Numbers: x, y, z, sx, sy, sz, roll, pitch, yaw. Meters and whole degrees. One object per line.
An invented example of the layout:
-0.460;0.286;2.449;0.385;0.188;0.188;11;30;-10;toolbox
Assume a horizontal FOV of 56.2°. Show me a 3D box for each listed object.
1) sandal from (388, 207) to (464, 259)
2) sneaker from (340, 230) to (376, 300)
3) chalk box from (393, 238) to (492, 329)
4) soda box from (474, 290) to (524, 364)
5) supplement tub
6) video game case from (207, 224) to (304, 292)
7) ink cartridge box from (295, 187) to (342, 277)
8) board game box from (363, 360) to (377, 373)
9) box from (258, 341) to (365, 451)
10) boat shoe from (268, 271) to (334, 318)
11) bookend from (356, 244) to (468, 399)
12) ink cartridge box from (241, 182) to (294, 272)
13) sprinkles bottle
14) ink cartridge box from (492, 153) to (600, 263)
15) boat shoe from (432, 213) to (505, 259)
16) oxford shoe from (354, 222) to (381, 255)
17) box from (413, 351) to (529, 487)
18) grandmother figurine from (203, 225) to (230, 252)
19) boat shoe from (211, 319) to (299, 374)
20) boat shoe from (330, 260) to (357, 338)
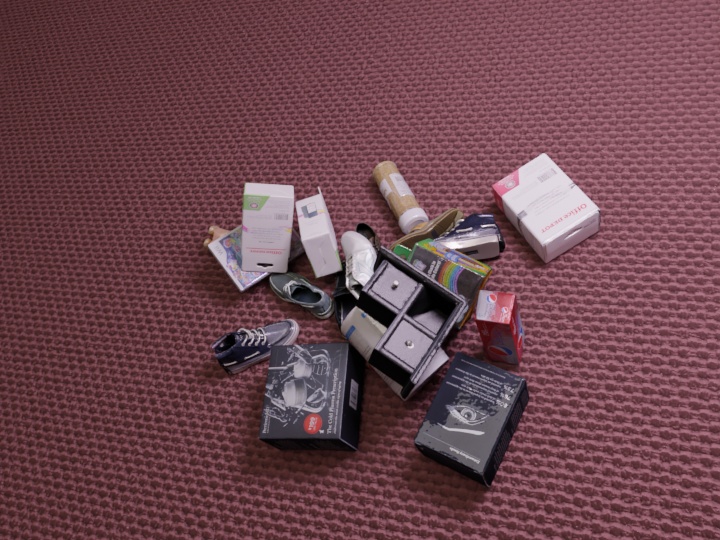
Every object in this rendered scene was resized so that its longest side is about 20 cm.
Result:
0.147;-0.081;1.545;0.199;0.081;0.054;-34;38;-7;sandal
0.000;0.000;1.488;0.080;0.070;0.201;-12;66;-37;sneaker
0.153;0.014;1.402;0.199;0.124;0.126;28;105;15;chalk box
0.272;0.113;1.304;0.069;0.200;0.064;7;64;23;soda box
0.068;0.148;1.365;0.132;0.132;0.200;-41;77;-7;supplement tub
-0.247;-0.056;1.637;0.199;0.018;0.143;-34;77;-22;video game case
-0.101;-0.094;1.584;0.067;0.118;0.201;-17;39;2;ink cartridge box
0.077;0.131;1.474;0.103;0.019;0.200;31;75;33;board game box
-0.097;0.262;1.396;0.181;0.104;0.202;-6;62;20;box
-0.145;0.044;1.578;0.199;0.062;0.073;29;75;32;boat shoe
0.063;0.094;1.265;0.199;0.092;0.199;34;63;9;bookend
-0.219;-0.098;1.578;0.116;0.201;0.067;3;31;-10;ink cartridge box
0.094;-0.175;1.621;0.068;0.068;0.201;-27;55;2;sprinkles bottle
0.406;-0.137;1.477;0.145;0.085;0.201;-31;53;0;ink cartridge box
0.218;-0.069;1.510;0.198;0.075;0.093;-7;50;8;boat shoe
0.030;-0.029;1.547;0.072;0.085;0.201;-29;57;-2;oxford shoe
0.214;0.282;1.283;0.147;0.104;0.201;21;70;28;box
-0.299;-0.059;1.702;0.199;0.060;0.122;21;96;26;grandmother figurine
-0.239;0.160;1.523;0.199;0.093;0.075;-32;55;-1;boat shoe
-0.027;0.057;1.529;0.074;0.062;0.201;-12;56;15;boat shoe
